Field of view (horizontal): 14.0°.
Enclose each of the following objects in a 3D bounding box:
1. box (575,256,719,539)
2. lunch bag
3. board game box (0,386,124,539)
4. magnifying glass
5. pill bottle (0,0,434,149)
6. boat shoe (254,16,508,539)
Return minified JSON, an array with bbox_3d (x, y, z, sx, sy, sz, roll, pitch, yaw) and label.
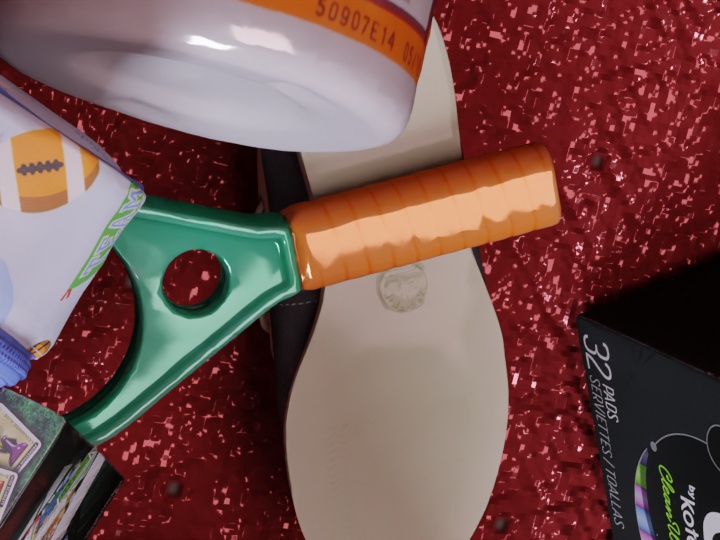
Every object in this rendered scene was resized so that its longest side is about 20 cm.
[{"bbox_3d":[0.172,0.102,0.959,0.124,0.148,0.201,-21,114,-25],"label":"box"},{"bbox_3d":[-0.150,-0.050,0.701,0.200,0.160,0.076,36,85,-10],"label":"lunch bag"},{"bbox_3d":[-0.129,0.126,0.751,0.023,0.105,0.200,31,81,7],"label":"board game box"},{"bbox_3d":[-0.039,0.000,0.822,0.199,0.022,0.080,-16,110,-13],"label":"magnifying glass"},{"bbox_3d":[-0.022,-0.142,0.768,0.114,0.114,0.201,19,80,-33],"label":"pill bottle"},{"bbox_3d":[0.000,0.000,0.880,0.071,0.063,0.201,-11,111,-15],"label":"boat shoe"}]
